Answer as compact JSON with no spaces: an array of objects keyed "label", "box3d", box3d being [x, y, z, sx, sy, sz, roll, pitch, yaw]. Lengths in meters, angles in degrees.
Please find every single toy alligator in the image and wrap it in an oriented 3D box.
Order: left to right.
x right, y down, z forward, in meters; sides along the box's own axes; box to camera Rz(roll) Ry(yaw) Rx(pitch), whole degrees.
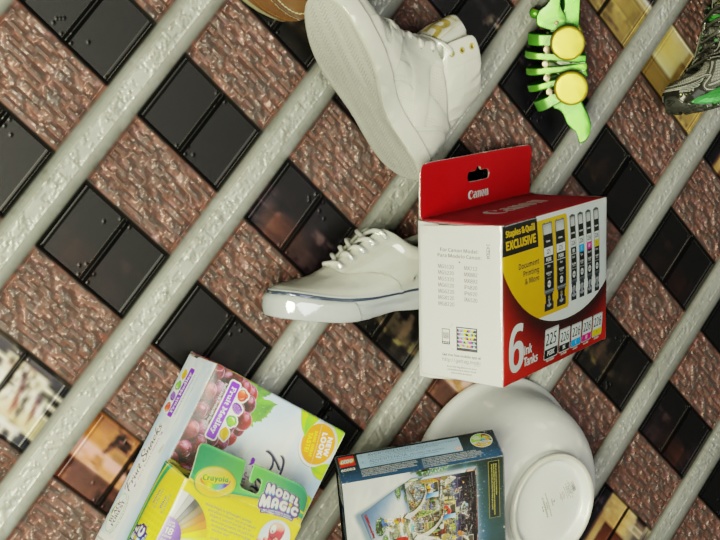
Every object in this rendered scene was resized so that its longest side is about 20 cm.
[{"label":"toy alligator","box3d":[0.171,-0.212,1.258,0.054,0.059,0.202,-5,105,8]}]

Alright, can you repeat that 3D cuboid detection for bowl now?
[{"label":"bowl","box3d":[0.147,0.203,1.290,0.200,0.090,0.203,-7,103,-33]}]

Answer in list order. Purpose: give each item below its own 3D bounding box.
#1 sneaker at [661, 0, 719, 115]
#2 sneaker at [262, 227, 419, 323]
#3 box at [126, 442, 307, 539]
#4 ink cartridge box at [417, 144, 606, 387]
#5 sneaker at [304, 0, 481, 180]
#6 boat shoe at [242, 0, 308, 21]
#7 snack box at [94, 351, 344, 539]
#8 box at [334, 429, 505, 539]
[{"label":"sneaker","box3d":[0.347,-0.219,1.370,0.200,0.078,0.086,-46,113,-29]},{"label":"sneaker","box3d":[0.000,0.000,1.171,0.199,0.073,0.072,-9,102,-43]},{"label":"box","box3d":[-0.128,0.234,1.073,0.117,0.048,0.201,29,87,-34]},{"label":"ink cartridge box","box3d":[0.132,-0.011,1.206,0.199,0.083,0.177,-17,108,-55]},{"label":"sneaker","box3d":[0.032,-0.181,1.150,0.116,0.073,0.201,-51,139,-19]},{"label":"boat shoe","box3d":[-0.086,-0.272,1.056,0.076,0.074,0.201,-46,122,-18]},{"label":"snack box","box3d":[-0.117,0.187,1.130,0.142,0.053,0.201,32,81,-35]},{"label":"box","box3d":[0.054,0.236,1.203,0.135,0.038,0.202,-9,121,-8]}]
